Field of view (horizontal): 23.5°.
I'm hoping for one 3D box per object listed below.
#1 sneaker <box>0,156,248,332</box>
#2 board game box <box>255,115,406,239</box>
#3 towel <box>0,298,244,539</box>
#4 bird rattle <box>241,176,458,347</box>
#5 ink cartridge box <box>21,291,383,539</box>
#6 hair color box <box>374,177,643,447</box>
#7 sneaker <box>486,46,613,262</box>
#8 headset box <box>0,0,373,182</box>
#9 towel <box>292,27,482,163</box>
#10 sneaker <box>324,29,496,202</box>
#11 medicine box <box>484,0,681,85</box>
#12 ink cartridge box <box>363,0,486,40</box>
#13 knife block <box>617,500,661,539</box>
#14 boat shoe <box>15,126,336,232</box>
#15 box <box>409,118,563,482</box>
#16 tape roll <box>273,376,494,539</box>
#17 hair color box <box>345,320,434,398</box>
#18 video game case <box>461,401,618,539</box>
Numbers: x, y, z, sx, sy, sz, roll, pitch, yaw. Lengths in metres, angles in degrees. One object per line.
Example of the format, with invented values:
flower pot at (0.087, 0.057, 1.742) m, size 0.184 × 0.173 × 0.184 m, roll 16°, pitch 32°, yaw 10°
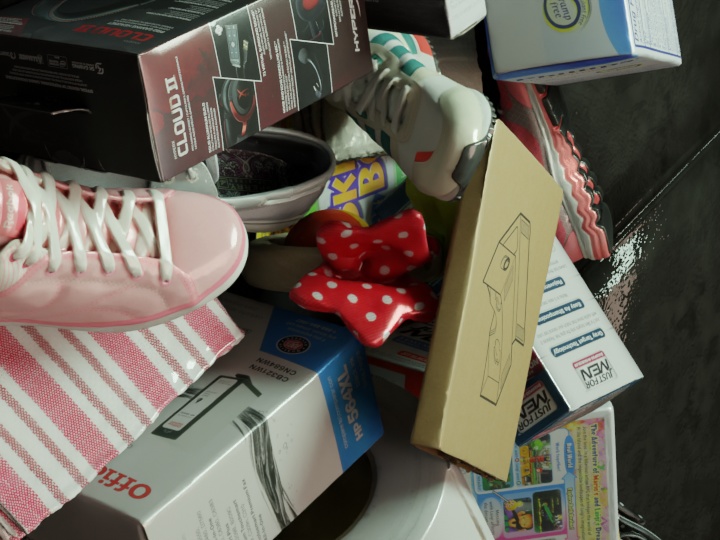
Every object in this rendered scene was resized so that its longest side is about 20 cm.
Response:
sneaker at (-0.153, -0.015, 0.905) m, size 0.199 × 0.105 × 0.076 m, roll -5°, pitch 70°, yaw -13°
board game box at (0.001, -0.070, 1.232) m, size 0.200 × 0.030 × 0.096 m, roll -8°, pitch 109°, yaw -48°
towel at (-0.176, 0.042, 0.978) m, size 0.146 × 0.030 × 0.200 m, roll 49°, pitch 54°, yaw -2°
bird rattle at (0.000, 0.000, 1.097) m, size 0.200 × 0.163 × 0.113 m, roll -30°, pitch 115°, yaw -55°
ink cartridge box at (-0.106, 0.106, 1.050) m, size 0.200 × 0.146 × 0.085 m, roll -39°, pitch 131°, yaw -39°
hair color box at (0.105, 0.016, 1.226) m, size 0.100 × 0.061 × 0.200 m, roll -17°, pitch 71°, yaw -48°
sneaker at (0.128, -0.089, 1.351) m, size 0.074 × 0.087 × 0.201 m, roll -58°, pitch 127°, yaw -69°
headset box at (-0.113, -0.119, 0.964) m, size 0.200 × 0.148 × 0.075 m, roll -33°, pitch 124°, yaw -41°
towel at (0.018, -0.144, 1.196) m, size 0.200 × 0.034 × 0.133 m, roll -10°, pitch 96°, yaw -50°
sneaker at (0.010, -0.105, 1.040) m, size 0.093 × 0.200 × 0.071 m, roll 16°, pitch 112°, yaw -23°
medicine box at (0.152, -0.230, 1.223) m, size 0.200 × 0.103 × 0.183 m, roll -13°, pitch 94°, yaw -70°
ink cartridge box at (-0.031, -0.239, 0.990) m, size 0.047 × 0.197 × 0.201 m, roll -41°, pitch 131°, yaw -38°
knife block at (0.170, 0.218, 1.419) m, size 0.064 × 0.176 × 0.200 m, roll -50°, pitch 148°, yaw 19°
boat shoe at (-0.104, -0.061, 1.008) m, size 0.200 × 0.071 × 0.070 m, roll -2°, pitch 64°, yaw -36°
box at (0.082, 0.024, 1.079) m, size 0.163 × 0.021 × 0.201 m, roll 34°, pitch 66°, yaw -67°
tape roll at (-0.017, 0.188, 1.149) m, size 0.203 × 0.202 × 0.139 m, roll -53°, pitch 137°, yaw -27°
hair color box at (0.069, 0.066, 1.294) m, size 0.200 × 0.111 × 0.064 m, roll -17°, pitch 115°, yaw -49°
video game case at (0.113, 0.202, 1.367) m, size 0.024 × 0.181 × 0.201 m, roll -102°, pitch -175°, yaw -66°
